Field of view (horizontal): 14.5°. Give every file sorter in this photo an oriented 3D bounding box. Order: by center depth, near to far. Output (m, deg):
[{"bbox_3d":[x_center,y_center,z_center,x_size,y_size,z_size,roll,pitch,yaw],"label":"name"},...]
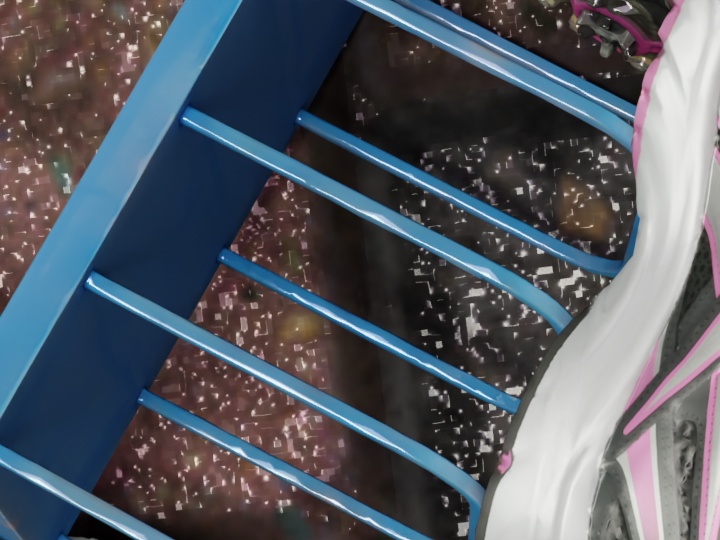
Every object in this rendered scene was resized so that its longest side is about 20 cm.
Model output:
[{"bbox_3d":[0.000,0.000,0.728,0.122,0.139,0.201,27,77,8],"label":"file sorter"}]

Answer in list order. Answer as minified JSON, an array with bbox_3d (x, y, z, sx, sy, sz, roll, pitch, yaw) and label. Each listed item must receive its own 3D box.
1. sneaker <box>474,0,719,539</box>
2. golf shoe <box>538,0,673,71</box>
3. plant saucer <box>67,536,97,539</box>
[{"bbox_3d":[0.107,-0.001,0.667,0.086,0.080,0.201,21,93,26],"label":"sneaker"},{"bbox_3d":[0.123,-0.089,0.763,0.199,0.073,0.092,24,70,15],"label":"golf shoe"},{"bbox_3d":[-0.086,0.176,0.837,0.200,0.039,0.202,1,92,16],"label":"plant saucer"}]
